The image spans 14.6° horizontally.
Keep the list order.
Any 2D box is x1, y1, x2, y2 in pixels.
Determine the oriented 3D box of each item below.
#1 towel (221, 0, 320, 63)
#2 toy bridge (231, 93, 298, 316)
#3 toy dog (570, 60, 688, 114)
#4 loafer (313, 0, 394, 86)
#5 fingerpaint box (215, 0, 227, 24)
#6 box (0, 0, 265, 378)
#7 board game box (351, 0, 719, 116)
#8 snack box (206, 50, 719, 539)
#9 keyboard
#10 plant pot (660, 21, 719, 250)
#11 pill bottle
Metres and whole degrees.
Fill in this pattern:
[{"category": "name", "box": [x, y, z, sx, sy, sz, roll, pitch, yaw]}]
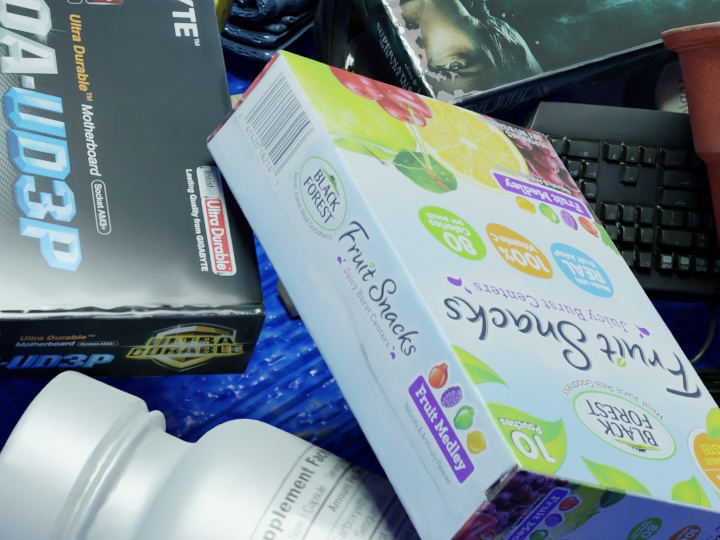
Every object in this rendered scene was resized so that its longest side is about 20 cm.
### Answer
[{"category": "towel", "box": [-0.032, -0.171, 1.301, 0.112, 0.049, 0.200, 32, 45, 14]}, {"category": "toy bridge", "box": [0.000, 0.000, 1.150, 0.067, 0.027, 0.200, -10, 49, -28]}, {"category": "toy dog", "box": [0.088, -0.091, 1.224, 0.096, 0.132, 0.200, -40, 56, -11]}, {"category": "loafer", "box": [0.016, -0.076, 1.159, 0.073, 0.072, 0.200, -2, 43, -13]}, {"category": "fingerpaint box", "box": [-0.152, -0.081, 1.117, 0.167, 0.073, 0.200, 19, 52, 1]}, {"category": "box", "box": [-0.127, -0.055, 1.020, 0.159, 0.046, 0.200, 0, 57, -16]}, {"category": "board game box", "box": [0.086, -0.141, 1.155, 0.200, 0.028, 0.135, -18, 70, -23]}, {"category": "snack box", "box": [0.046, 0.020, 0.974, 0.142, 0.053, 0.200, 13, 36, -42]}, {"category": "keyboard", "box": [0.149, 0.001, 1.151, 0.200, 0.127, 0.021, 4, 3, -22]}, {"category": "plant pot", "box": [0.221, -0.001, 1.071, 0.201, 0.201, 0.195, -4, 92, -22]}, {"category": "pill bottle", "box": [-0.031, 0.116, 0.959, 0.200, 0.114, 0.114, 25, 43, 8]}]
